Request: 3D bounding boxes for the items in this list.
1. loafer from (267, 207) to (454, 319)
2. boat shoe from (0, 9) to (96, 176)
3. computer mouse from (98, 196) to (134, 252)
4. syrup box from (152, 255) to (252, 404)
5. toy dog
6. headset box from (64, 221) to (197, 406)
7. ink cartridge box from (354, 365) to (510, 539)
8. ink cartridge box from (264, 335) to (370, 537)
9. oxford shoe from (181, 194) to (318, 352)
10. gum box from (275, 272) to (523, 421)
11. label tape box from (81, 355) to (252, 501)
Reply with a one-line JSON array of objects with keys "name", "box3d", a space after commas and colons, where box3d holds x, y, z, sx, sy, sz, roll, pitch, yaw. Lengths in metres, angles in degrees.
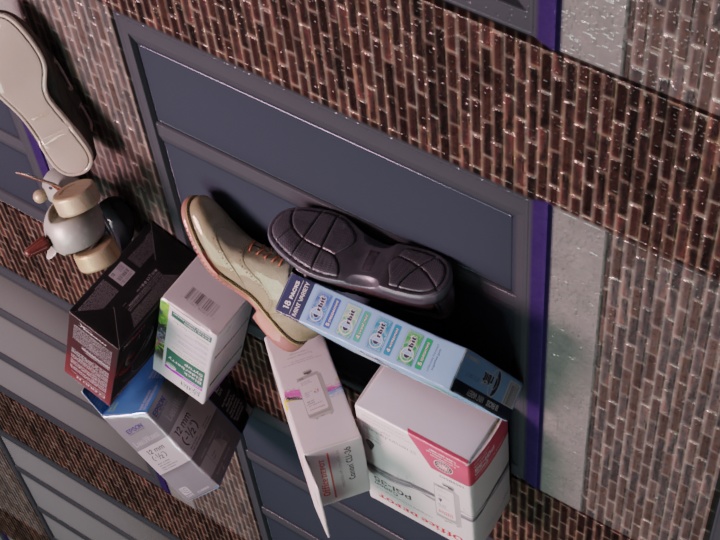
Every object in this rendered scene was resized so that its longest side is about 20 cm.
[{"name": "loafer", "box3d": [0.000, 0.000, 1.423, 0.198, 0.072, 0.063, 20, 152, 26]}, {"name": "boat shoe", "box3d": [-0.334, -0.189, 1.548, 0.066, 0.057, 0.201, -18, 125, 10]}, {"name": "computer mouse", "box3d": [-0.281, -0.035, 1.752, 0.059, 0.034, 0.200, 56, 163, 12]}, {"name": "syrup box", "box3d": [-0.183, 0.070, 1.731, 0.078, 0.082, 0.201, 34, 151, 7]}, {"name": "toy dog", "box3d": [-0.332, -0.054, 1.633, 0.133, 0.095, 0.200, 68, 166, -5]}, {"name": "headset box", "box3d": [-0.270, 0.057, 1.743, 0.075, 0.149, 0.200, 36, 152, 5]}, {"name": "ink cartridge box", "box3d": [0.081, 0.198, 1.604, 0.145, 0.083, 0.201, 25, 150, 23]}, {"name": "ink cartridge box", "box3d": [-0.040, 0.171, 1.611, 0.117, 0.067, 0.201, 80, 171, -53]}, {"name": "oxford shoe", "box3d": [-0.104, -0.009, 1.556, 0.073, 0.071, 0.200, -30, 110, 34]}, {"name": "gum box", "box3d": [0.040, 0.074, 1.439, 0.198, 0.045, 0.170, 22, 175, 28]}, {"name": "label tape box", "box3d": [-0.236, 0.164, 1.858, 0.066, 0.144, 0.200, -26, 115, 32]}]
